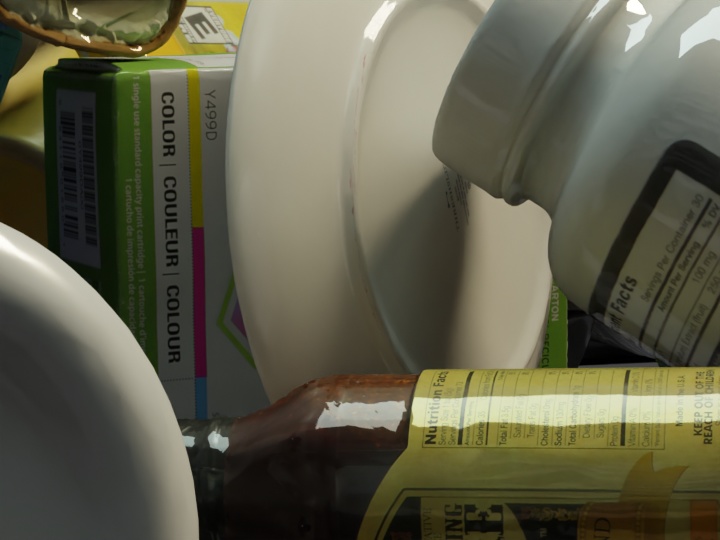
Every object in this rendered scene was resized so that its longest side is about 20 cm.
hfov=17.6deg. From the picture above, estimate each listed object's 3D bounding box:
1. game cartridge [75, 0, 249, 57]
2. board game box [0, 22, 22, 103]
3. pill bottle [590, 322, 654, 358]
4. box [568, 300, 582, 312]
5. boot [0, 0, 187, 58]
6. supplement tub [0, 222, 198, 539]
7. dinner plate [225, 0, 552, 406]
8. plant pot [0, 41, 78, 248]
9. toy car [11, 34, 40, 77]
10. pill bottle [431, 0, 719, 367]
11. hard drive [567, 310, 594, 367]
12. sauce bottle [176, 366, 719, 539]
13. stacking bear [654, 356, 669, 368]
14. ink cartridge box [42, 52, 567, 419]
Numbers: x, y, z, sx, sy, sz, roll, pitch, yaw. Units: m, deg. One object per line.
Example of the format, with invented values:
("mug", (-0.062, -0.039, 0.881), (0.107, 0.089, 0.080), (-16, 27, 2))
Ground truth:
("game cartridge", (-0.019, -0.062, 0.963), (0.200, 0.177, 0.032), (-9, -29, -51))
("board game box", (-0.216, -0.110, 0.803), (0.199, 0.045, 0.152), (20, 13, -14))
("pill bottle", (0.134, -0.018, 1.126), (0.113, 0.114, 0.200), (-4, 6, -16))
("box", (0.083, -0.081, 0.930), (0.124, 0.098, 0.200), (-28, -39, 23))
("boot", (-0.171, -0.138, 0.733), (0.175, 0.066, 0.200), (10, 17, -44))
("supplement tub", (-0.123, 0.044, 0.462), (0.131, 0.133, 0.200), (-4, 5, -25))
("dinner plate", (0.022, -0.021, 0.717), (0.024, 0.201, 0.200), (-4, 4, 29))
("plant pot", (-0.111, -0.031, 1.038), (0.200, 0.202, 0.189), (0, 22, 23))
("toy car", (-0.191, -0.175, 0.977), (0.174, 0.150, 0.200), (16, 45, 30))
("pill bottle", (0.123, -0.015, 0.665), (0.200, 0.111, 0.111), (33, 15, 13))
("hard drive", (-0.009, 0.040, 0.937), (0.134, 0.043, 0.200), (2, 6, 40))
("sauce bottle", (0.022, 0.059, 0.622), (0.199, 0.066, 0.066), (-2, 5, 12))
("stacking bear", (0.155, 0.010, 0.858), (0.121, 0.114, 0.200), (-15, -6, 3))
("ink cartridge box", (0.000, 0.000, 0.785), (0.199, 0.149, 0.076), (-5, 8, -25))
